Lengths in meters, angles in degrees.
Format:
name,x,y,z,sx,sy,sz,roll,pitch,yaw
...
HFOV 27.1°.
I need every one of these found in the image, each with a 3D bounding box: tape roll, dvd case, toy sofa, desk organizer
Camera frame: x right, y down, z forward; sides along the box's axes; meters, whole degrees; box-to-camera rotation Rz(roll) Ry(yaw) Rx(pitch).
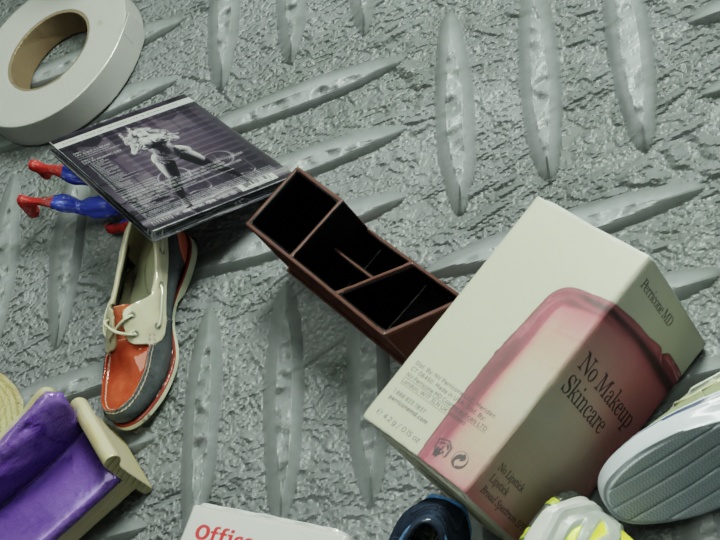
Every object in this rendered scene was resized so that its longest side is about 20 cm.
name,x,y,z,sx,sy,sz,roll,pitch,yaw
tape roll,-0.320,-0.224,1.584,0.202,0.037,0.203,-17,52,22
dvd case,-0.174,-0.098,1.366,0.148,0.016,0.200,-24,40,-27
toy sofa,-0.281,0.198,1.226,0.200,0.098,0.083,-42,46,0
desk organizer,0.000,0.000,1.193,0.072,0.077,0.200,-48,47,-5

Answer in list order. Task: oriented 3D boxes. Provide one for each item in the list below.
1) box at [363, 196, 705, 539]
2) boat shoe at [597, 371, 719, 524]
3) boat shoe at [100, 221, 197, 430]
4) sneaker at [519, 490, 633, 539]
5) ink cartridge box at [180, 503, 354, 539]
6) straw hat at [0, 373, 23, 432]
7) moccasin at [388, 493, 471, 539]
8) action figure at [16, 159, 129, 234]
name,x,y,z,sx,sy,sz,roll,pitch,yaw
box,0.122,0.075,1.027,0.200,0.128,0.109,-51,47,-7
boat shoe,0.245,0.099,0.983,0.200,0.072,0.062,-29,23,8
boat shoe,-0.193,0.039,1.303,0.071,0.063,0.201,-5,59,28
sneaker,0.110,0.241,0.960,0.076,0.075,0.200,29,84,29
ink cartridge box,-0.079,0.279,1.047,0.144,0.084,0.201,4,63,35
straw hat,-0.397,0.160,1.335,0.200,0.085,0.202,-17,52,22
moccasin,0.018,0.244,0.974,0.080,0.068,0.201,10,91,15
action figure,-0.230,-0.069,1.411,0.199,0.052,0.066,7,69,31
